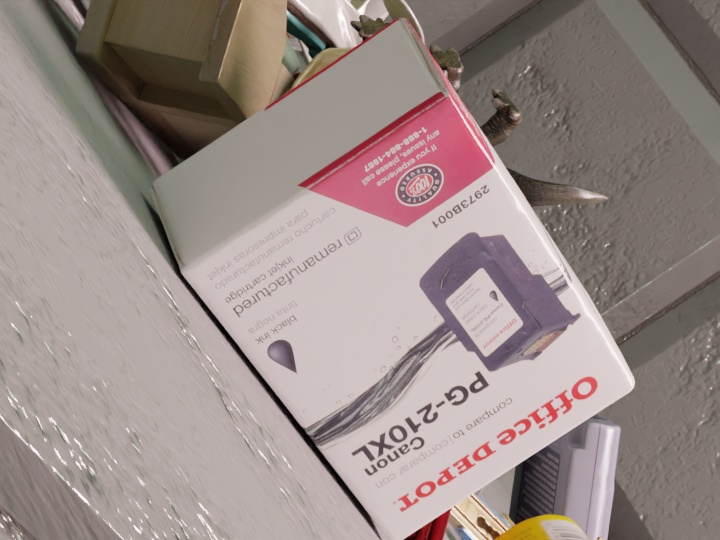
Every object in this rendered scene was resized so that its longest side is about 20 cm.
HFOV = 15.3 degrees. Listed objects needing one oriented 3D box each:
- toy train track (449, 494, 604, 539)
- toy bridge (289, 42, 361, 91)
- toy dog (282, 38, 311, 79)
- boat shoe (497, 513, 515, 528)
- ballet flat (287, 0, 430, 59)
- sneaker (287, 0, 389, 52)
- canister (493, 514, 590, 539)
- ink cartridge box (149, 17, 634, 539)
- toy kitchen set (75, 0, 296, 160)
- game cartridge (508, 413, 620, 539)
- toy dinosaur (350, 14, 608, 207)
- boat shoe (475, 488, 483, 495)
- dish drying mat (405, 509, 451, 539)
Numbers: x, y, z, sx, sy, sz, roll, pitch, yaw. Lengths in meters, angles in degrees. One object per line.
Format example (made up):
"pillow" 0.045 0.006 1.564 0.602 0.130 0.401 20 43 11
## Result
"toy train track" 0.091 0.180 1.549 0.200 0.032 0.115 46 47 -21
"toy bridge" -0.021 -0.073 1.402 0.200 0.027 0.068 -56 151 -49
"toy dog" -0.075 -0.121 1.616 0.096 0.131 0.201 -16 -78 60
"boat shoe" 0.142 0.222 1.618 0.201 0.076 0.072 56 3 -4
"ballet flat" -0.015 -0.148 1.532 0.200 0.069 0.070 40 14 -46
"sneaker" -0.073 -0.187 1.666 0.092 0.198 0.076 48 47 -66
"canister" 0.133 0.232 1.338 0.149 0.086 0.200 54 3 -42
"ink cartridge box" 0.018 0.008 1.253 0.200 0.144 0.085 54 6 -35
"toy kitchen set" -0.095 -0.179 1.412 0.162 0.201 0.180 14 -12 18
"game cartridge" 0.129 0.155 1.747 0.041 0.134 0.200 11 2 -6
"toy dinosaur" 0.019 -0.058 1.316 0.198 0.103 0.077 10 39 -18
"boat shoe" 0.059 0.074 1.539 0.200 0.060 0.076 114 -13 -53
"dish drying mat" 0.031 0.090 1.426 0.018 0.077 0.200 14 11 -8
